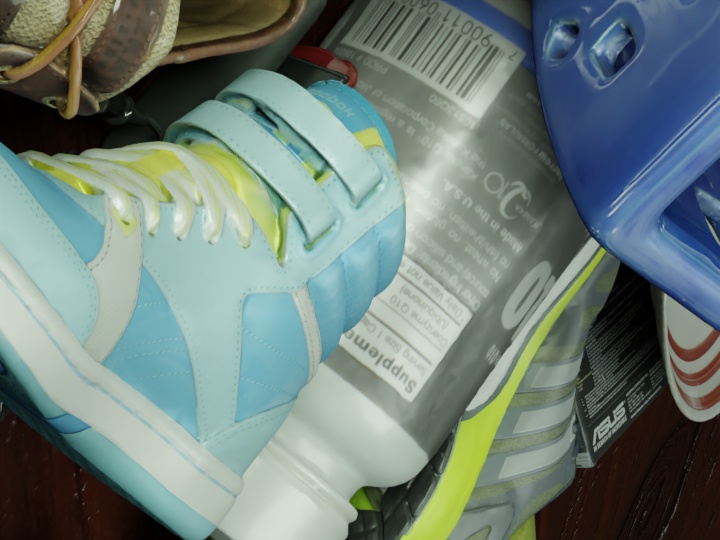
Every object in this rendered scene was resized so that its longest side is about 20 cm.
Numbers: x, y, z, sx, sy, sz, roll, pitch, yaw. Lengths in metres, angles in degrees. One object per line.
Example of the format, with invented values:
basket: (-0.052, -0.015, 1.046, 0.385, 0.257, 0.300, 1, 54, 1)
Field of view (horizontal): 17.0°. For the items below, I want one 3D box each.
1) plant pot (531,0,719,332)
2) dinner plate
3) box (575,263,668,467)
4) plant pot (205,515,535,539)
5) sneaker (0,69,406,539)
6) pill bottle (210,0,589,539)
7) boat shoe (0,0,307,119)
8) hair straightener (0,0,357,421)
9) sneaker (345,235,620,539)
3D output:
plant pot: (0.164, -0.091, 0.725, 0.200, 0.180, 0.200, -43, 132, 21)
dinner plate: (0.148, -0.039, 0.971, 0.200, 0.024, 0.201, 11, 90, -68)
box: (0.109, -0.036, 1.010, 0.200, 0.050, 0.158, -40, 122, -43)
plant pot: (0.000, 0.157, 0.990, 0.200, 0.200, 0.185, -39, 145, -42)
sneaker: (-0.056, -0.020, 0.640, 0.131, 0.079, 0.200, -50, 151, -10)
pill bottle: (0.000, 0.000, 0.810, 0.200, 0.114, 0.114, -54, 162, -8)
boat shoe: (-0.072, -0.074, 0.568, 0.072, 0.072, 0.200, -61, 162, 13)
hair straightener: (-0.082, -0.026, 0.702, 0.200, 0.041, 0.077, -43, 139, -22)
sneaker: (0.053, 0.036, 0.885, 0.200, 0.074, 0.081, -57, 135, -11)
